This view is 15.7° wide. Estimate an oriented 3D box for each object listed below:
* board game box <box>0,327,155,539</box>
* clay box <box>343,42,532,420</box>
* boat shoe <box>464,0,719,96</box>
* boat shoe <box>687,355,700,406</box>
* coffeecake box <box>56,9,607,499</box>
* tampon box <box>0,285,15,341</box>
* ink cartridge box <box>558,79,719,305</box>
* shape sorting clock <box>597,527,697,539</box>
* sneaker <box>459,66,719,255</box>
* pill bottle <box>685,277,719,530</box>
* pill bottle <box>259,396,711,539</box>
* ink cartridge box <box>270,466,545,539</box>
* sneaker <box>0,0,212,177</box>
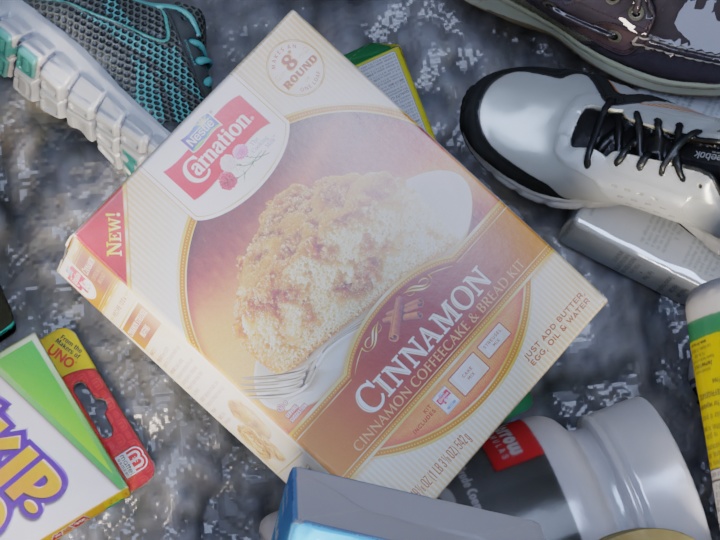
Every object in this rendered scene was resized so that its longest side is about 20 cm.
[{"bbox_3d":[-0.210,0.114,1.315,0.200,0.030,0.096,-31,79,-11],"label":"board game box"},{"bbox_3d":[0.000,0.000,1.304,0.115,0.048,0.200,-25,104,-15],"label":"clay box"},{"bbox_3d":[0.126,-0.148,1.327,0.200,0.065,0.072,24,73,14],"label":"boat shoe"},{"bbox_3d":[0.256,0.096,1.316,0.200,0.070,0.066,19,75,-5],"label":"boat shoe"},{"bbox_3d":[-0.014,0.007,1.204,0.200,0.073,0.154,42,71,0],"label":"coffeecake box"},{"bbox_3d":[-0.266,-0.004,1.251,0.150,0.200,0.126,-33,79,-10],"label":"tampon box"},{"bbox_3d":[0.227,-0.044,1.362,0.200,0.047,0.160,28,76,-1],"label":"ink cartridge box"},{"bbox_3d":[0.129,0.219,1.203,0.200,0.039,0.200,9,78,-45],"label":"shape sorting clock"},{"bbox_3d":[0.147,-0.060,1.294,0.200,0.080,0.074,17,78,1],"label":"sneaker"},{"bbox_3d":[0.222,0.099,1.222,0.113,0.113,0.200,-7,82,-4],"label":"pill bottle"},{"bbox_3d":[0.062,0.139,1.271,0.200,0.114,0.114,-21,78,-7],"label":"pill bottle"},{"bbox_3d":[0.000,0.197,1.123,0.116,0.067,0.200,14,106,-8],"label":"ink cartridge box"},{"bbox_3d":[-0.102,-0.095,1.347,0.200,0.078,0.091,42,72,5],"label":"sneaker"}]
